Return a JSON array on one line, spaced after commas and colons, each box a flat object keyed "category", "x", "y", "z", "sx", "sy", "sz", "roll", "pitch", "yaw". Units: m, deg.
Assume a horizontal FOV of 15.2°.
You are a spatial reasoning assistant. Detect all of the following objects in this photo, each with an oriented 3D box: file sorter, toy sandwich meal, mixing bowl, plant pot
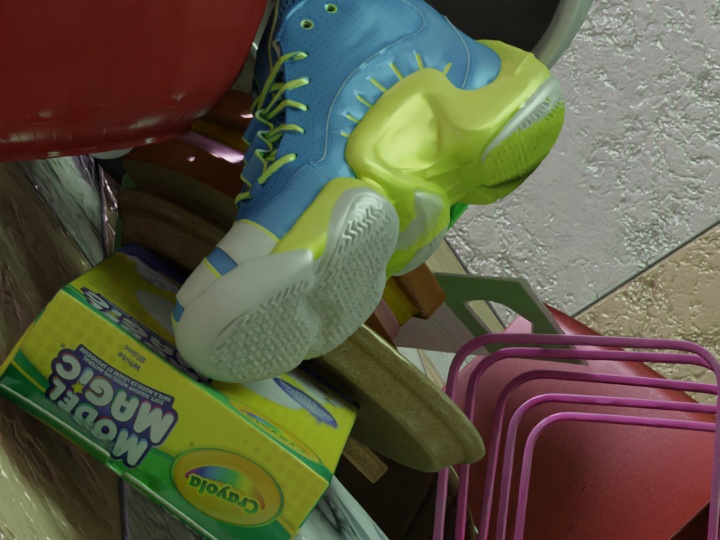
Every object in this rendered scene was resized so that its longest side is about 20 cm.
[{"category": "file sorter", "x": 0.119, "y": 0.111, "z": 1.292, "sx": 0.200, "sy": 0.138, "sz": 0.126, "roll": 48, "pitch": 46, "yaw": -69}, {"category": "toy sandwich meal", "x": -0.019, "y": 0.004, "z": 1.113, "sx": 0.205, "sy": 0.070, "sz": 0.205, "roll": 34, "pitch": -10, "yaw": 7}, {"category": "mixing bowl", "x": -0.112, "y": -0.099, "z": 0.970, "sx": 0.200, "sy": 0.199, "sz": 0.109, "roll": -86, "pitch": 170, "yaw": -81}, {"category": "plant pot", "x": 0.130, "y": 0.138, "z": 1.683, "sx": 0.176, "sy": 0.200, "sz": 0.200, "roll": 48, "pitch": 2, "yaw": 21}]

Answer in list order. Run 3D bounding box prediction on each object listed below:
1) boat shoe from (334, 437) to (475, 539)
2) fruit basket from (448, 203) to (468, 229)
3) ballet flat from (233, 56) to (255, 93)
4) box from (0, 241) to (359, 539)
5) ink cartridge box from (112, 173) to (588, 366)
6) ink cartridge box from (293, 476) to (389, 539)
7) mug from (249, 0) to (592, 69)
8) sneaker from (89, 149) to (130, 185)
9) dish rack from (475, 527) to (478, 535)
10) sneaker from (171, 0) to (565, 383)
[{"category": "boat shoe", "x": -0.009, "y": 0.087, "z": 1.297, "sx": 0.075, "sy": 0.075, "sz": 0.203, "roll": 42, "pitch": -13, "yaw": 46}, {"category": "fruit basket", "x": -0.029, "y": -0.058, "z": 1.502, "sx": 0.215, "sy": 0.156, "sz": 0.216, "roll": 40, "pitch": -14, "yaw": 12}, {"category": "ballet flat", "x": -0.043, "y": -0.063, "z": 1.284, "sx": 0.072, "sy": 0.072, "sz": 0.200, "roll": 58, "pitch": 2, "yaw": 7}, {"category": "box", "x": -0.064, "y": 0.047, "z": 0.974, "sx": 0.117, "sy": 0.048, "sz": 0.200, "roll": 36, "pitch": 9, "yaw": -1}, {"category": "ink cartridge box", "x": 0.000, "y": 0.000, "z": 1.284, "sx": 0.146, "sy": 0.199, "sz": 0.048, "roll": 46, "pitch": 48, "yaw": -66}, {"category": "ink cartridge box", "x": -0.003, "y": 0.151, "z": 1.138, "sx": 0.200, "sy": 0.040, "sz": 0.200, "roll": 53, "pitch": 7, "yaw": -38}, {"category": "mug", "x": 0.026, "y": -0.115, "z": 1.117, "sx": 0.175, "sy": 0.147, "sz": 0.201, "roll": -48, "pitch": 146, "yaw": -75}, {"category": "sneaker", "x": -0.119, "y": -0.100, "z": 1.403, "sx": 0.099, "sy": 0.070, "sz": 0.201, "roll": 55, "pitch": 12, "yaw": -43}, {"category": "dish rack", "x": 0.060, "y": 0.180, "z": 1.476, "sx": 0.201, "sy": 0.054, "sz": 0.153, "roll": 56, "pitch": 4, "yaw": 4}, {"category": "sneaker", "x": -0.019, "y": -0.038, "z": 0.969, "sx": 0.105, "sy": 0.200, "sz": 0.076, "roll": 40, "pitch": -44, "yaw": 17}]
